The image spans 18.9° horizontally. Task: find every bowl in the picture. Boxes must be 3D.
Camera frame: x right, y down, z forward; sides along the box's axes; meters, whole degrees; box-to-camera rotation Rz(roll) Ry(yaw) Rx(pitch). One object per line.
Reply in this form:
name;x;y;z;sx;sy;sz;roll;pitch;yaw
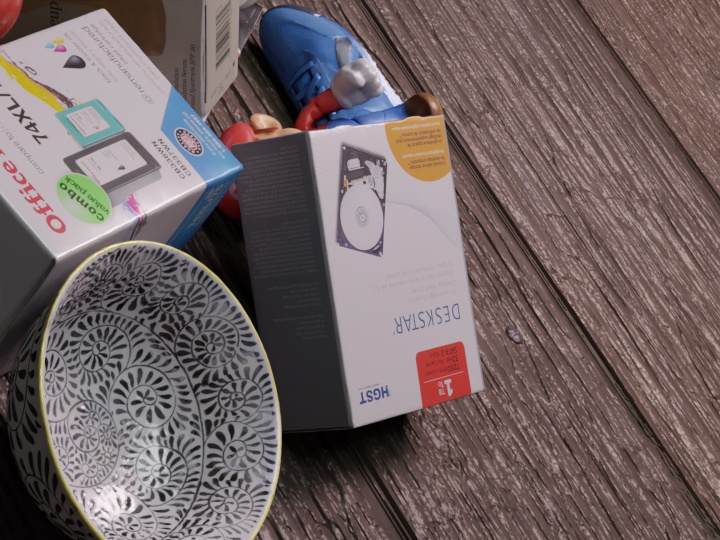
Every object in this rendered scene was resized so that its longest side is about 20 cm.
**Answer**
bowl;-0.147;0.090;1.301;0.200;0.094;0.202;21;61;-46

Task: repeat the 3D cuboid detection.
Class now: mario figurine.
mario figurine;-0.018;-0.077;1.597;0.199;0.106;0.124;-12;61;-32

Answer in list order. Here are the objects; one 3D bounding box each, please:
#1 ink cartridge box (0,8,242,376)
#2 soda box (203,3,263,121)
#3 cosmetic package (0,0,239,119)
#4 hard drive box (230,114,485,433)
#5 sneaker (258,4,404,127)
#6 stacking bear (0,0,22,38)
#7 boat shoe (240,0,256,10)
ink cartridge box;-0.208;-0.045;1.359;0.147;0.146;0.200;48;36;7
soda box;-0.136;-0.146;1.605;0.063;0.071;0.201;36;36;-12
cosmetic package;-0.186;-0.181;1.487;0.198;0.106;0.071;12;35;15
hard drive box;0.000;0.000;1.507;0.155;0.076;0.202;-13;95;-50
sneaker;-0.019;-0.129;1.714;0.200;0.066;0.078;49;38;8
stacking bear;-0.278;-0.167;1.291;0.114;0.199;0.122;47;62;-35
boat shoe;-0.173;-0.219;1.578;0.200;0.065;0.075;-4;34;0
